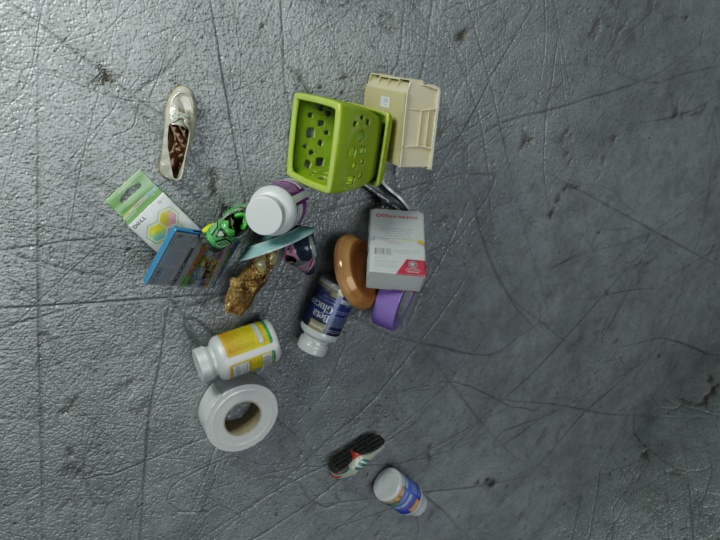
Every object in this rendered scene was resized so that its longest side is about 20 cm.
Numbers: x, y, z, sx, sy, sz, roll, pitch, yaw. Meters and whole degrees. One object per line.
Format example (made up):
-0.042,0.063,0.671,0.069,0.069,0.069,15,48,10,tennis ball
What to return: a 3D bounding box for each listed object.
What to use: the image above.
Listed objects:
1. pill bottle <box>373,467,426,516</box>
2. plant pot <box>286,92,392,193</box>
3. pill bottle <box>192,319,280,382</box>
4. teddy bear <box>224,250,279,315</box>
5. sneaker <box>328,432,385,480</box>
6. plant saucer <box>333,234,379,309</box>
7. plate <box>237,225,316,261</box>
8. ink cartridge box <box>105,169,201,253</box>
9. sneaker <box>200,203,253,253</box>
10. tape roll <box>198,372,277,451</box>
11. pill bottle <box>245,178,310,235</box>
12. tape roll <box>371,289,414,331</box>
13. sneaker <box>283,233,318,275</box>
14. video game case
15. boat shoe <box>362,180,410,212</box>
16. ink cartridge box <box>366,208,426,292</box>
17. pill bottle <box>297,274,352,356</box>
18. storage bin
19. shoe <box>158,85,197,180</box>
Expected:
0.141,0.752,2.002,0.112,0.112,0.200,-49,126,-5,pill bottle
-0.043,-0.297,1.389,0.180,0.199,0.201,-7,115,-37,plant pot
-0.309,0.204,1.483,0.198,0.113,0.114,-18,119,-25,pill bottle
-0.266,0.021,1.430,0.145,0.067,0.200,-51,178,-42,teddy bear
-0.011,0.590,1.875,0.198,0.070,0.094,-27,140,-23,sneaker
0.000,0.000,1.559,0.200,0.037,0.202,35,47,-49,plant saucer
-0.198,-0.071,1.391,0.199,0.200,0.026,-25,103,-21,plate
-0.441,-0.109,1.299,0.104,0.059,0.200,-45,127,-8,ink cartridge box
-0.271,-0.104,1.345,0.085,0.200,0.078,-24,106,28,sneaker
-0.323,0.372,1.574,0.201,0.071,0.205,-13,117,-27,tape roll
-0.188,-0.141,1.347,0.111,0.200,0.114,3,106,10,pill bottle
0.101,0.063,1.640,0.200,0.065,0.202,21,90,-76,tape roll
-0.150,-0.035,1.465,0.081,0.071,0.200,-13,162,-10,sneaker
-0.374,-0.025,1.337,0.144,0.018,0.199,-57,152,15,video game case
0.055,-0.200,1.568,0.200,0.076,0.060,42,85,-25,boat shoe
0.091,-0.053,1.542,0.146,0.202,0.086,5,145,-3,ink cartridge box
-0.093,0.122,1.584,0.110,0.111,0.202,18,100,-36,pill bottle
0.091,-0.363,1.439,0.093,0.200,0.201,-6,113,-27,storage bin
-0.383,-0.287,1.263,0.069,0.053,0.202,4,108,-33,shoe
